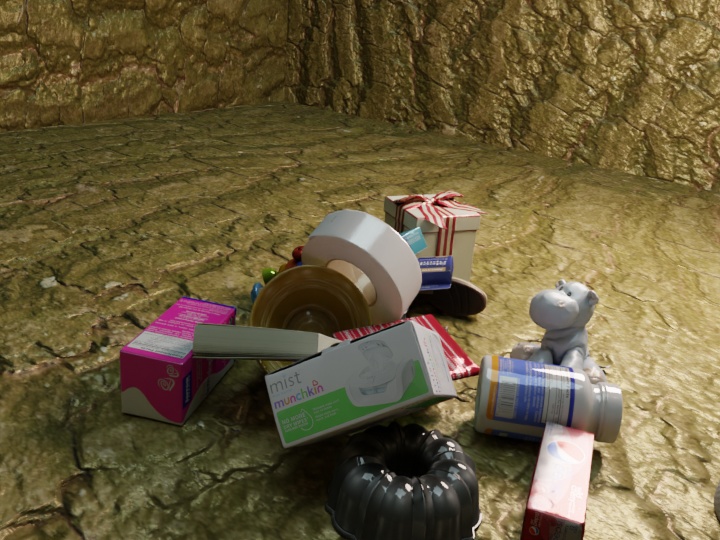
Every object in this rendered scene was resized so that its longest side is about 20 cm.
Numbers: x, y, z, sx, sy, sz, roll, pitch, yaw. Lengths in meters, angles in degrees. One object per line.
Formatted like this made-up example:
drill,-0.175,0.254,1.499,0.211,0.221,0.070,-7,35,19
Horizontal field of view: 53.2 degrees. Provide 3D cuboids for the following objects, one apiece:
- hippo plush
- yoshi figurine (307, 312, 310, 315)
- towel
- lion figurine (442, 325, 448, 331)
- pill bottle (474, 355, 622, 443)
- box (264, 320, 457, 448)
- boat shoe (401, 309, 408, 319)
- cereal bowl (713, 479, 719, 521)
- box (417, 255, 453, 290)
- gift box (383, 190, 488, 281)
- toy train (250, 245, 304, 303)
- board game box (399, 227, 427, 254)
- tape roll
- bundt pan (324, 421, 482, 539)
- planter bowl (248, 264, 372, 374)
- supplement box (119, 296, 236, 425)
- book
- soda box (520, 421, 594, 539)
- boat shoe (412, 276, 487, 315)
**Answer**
hippo plush,0.355,0.108,1.198,0.196,0.164,0.159,-6,23,-26
yoshi figurine,-0.063,0.057,1.310,0.197,0.114,0.112,14,-4,-25
towel,0.071,0.129,1.098,0.197,0.023,0.145,-7,37,-31
lion figurine,0.078,0.137,1.215,0.120,0.074,0.200,1,5,17
pill bottle,0.268,0.191,1.038,0.196,0.114,0.112,8,21,6
box,0.007,0.145,0.915,0.197,0.098,0.176,-21,-14,11
boat shoe,0.043,0.060,1.384,0.073,0.063,0.200,-12,18,-19
cereal bowl,0.555,0.290,0.894,0.196,0.085,0.201,5,21,-2
box,0.120,0.004,1.399,0.118,0.033,0.200,-3,12,9
gift box,0.162,-0.074,1.582,0.181,0.191,0.199,-7,23,-28
toy train,-0.143,0.001,1.424,0.114,0.086,0.201,-14,32,15
board game box,0.016,-0.018,1.448,0.150,0.048,0.198,-29,7,-39
tape roll,0.000,0.000,1.188,0.200,0.205,0.071,18,51,30
bundt pan,0.056,0.255,0.882,0.197,0.077,0.202,5,20,-2
planter bowl,-0.081,0.100,1.171,0.196,0.205,0.084,3,-15,-4
supplement box,-0.270,0.130,1.087,0.101,0.103,0.200,10,23,11
book,-0.119,0.108,1.021,0.196,0.049,0.133,-1,-12,24
soda box,0.248,0.272,0.899,0.069,0.065,0.200,12,22,17
boat shoe,0.163,0.039,1.458,0.198,0.076,0.075,12,16,19
